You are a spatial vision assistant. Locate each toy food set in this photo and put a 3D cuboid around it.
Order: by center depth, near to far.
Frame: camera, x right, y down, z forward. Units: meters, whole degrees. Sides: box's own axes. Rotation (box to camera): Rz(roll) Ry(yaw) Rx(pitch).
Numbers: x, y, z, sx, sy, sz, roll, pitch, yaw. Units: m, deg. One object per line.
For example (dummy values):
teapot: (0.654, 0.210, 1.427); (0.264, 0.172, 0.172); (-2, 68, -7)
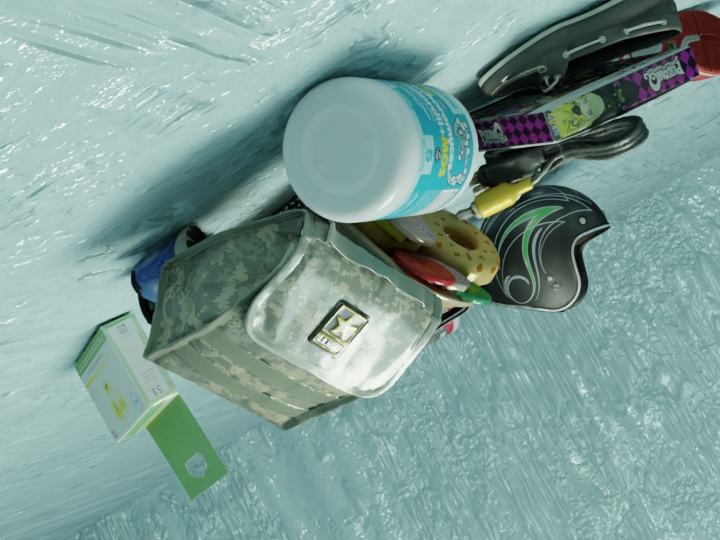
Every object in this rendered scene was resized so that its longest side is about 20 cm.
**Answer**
toy food set: (0.042, -0.038, 1.175); (0.049, 0.200, 0.198); (-49, -177, 19)

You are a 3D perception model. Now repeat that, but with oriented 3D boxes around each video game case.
video game case: (0.197, -0.163, 1.249); (0.181, 0.036, 0.200); (-25, -168, -22)

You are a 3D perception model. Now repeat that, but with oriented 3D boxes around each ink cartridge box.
ink cartridge box: (-0.232, 0.160, 1.399); (0.048, 0.201, 0.146); (-26, 172, -31)

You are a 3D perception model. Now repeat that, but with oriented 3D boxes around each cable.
cable: (0.182, -0.101, 1.206); (0.199, 0.051, 0.097); (-16, -157, 26)

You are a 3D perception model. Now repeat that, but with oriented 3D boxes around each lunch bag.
lunch bag: (-0.052, 0.038, 1.068); (0.199, 0.118, 0.164); (-26, 135, 38)

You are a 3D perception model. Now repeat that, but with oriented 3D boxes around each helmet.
helmet: (0.277, -0.035, 1.952); (0.199, 0.192, 0.200); (5, -179, 0)

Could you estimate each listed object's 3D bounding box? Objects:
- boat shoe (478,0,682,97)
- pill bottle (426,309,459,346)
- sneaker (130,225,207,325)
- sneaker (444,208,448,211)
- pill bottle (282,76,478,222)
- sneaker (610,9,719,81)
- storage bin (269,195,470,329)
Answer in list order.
boat shoe: (0.208, -0.204, 1.192); (0.199, 0.057, 0.067); (-29, 172, -3)
pill bottle: (0.072, 0.102, 2.335); (0.199, 0.111, 0.111); (-26, 171, -21)
sneaker: (-0.167, 0.012, 1.225); (0.089, 0.079, 0.200); (-22, 164, 5)
sneaker: (0.058, -0.050, 1.405); (0.075, 0.115, 0.200); (-32, 171, 20)
pill bottle: (0.028, -0.099, 1.046); (0.111, 0.111, 0.200); (-33, 171, 25)
sneaker: (0.324, -0.230, 1.428); (0.199, 0.079, 0.115); (-8, 170, -33)
storage bin: (0.000, 0.000, 1.308); (0.199, 0.094, 0.135); (21, 137, -39)
